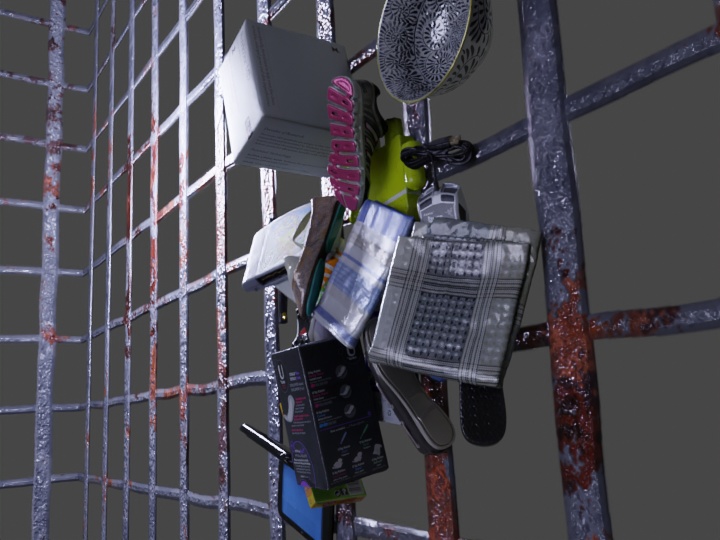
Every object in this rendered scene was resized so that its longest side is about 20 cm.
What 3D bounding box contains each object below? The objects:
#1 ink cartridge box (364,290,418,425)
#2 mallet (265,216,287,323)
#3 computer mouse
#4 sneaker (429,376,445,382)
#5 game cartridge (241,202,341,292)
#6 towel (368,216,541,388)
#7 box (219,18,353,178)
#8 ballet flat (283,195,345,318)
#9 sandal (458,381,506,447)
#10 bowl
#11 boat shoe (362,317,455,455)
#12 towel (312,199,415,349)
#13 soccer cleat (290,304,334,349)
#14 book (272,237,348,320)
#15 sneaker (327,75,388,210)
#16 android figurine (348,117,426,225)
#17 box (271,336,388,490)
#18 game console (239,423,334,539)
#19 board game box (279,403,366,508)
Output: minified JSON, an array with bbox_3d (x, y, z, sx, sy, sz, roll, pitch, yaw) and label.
[{"bbox_3d":[0.045,0.120,1.075,0.099,0.039,0.204,-5,83,57],"label":"ink cartridge box"},{"bbox_3d":[-0.154,-0.001,1.367,0.041,0.065,0.204,15,100,59],"label":"mallet"},{"bbox_3d":[0.111,-0.078,0.985,0.108,0.044,0.204,-10,78,30],"label":"computer mouse"},{"bbox_3d":[0.083,0.059,0.990,0.089,0.077,0.203,-48,49,39],"label":"sneaker"},{"bbox_3d":[-0.117,-0.048,1.254,0.198,0.041,0.135,-23,38,30],"label":"game cartridge"},{"bbox_3d":[0.110,0.030,0.889,0.190,0.034,0.203,6,72,38],"label":"towel"},{"bbox_3d":[-0.116,-0.282,1.222,0.131,0.197,0.202,-43,52,46],"label":"box"},{"bbox_3d":[-0.080,-0.025,1.129,0.068,0.066,0.203,75,-150,-66],"label":"ballet flat"},{"bbox_3d":[0.147,0.113,0.896,0.045,0.074,0.204,61,-149,-70],"label":"sandal"},{"bbox_3d":[0.114,-0.317,0.971,0.199,0.093,0.205,-12,76,55],"label":"bowl"},{"bbox_3d":[0.054,0.162,0.993,0.202,0.066,0.057,58,143,12],"label":"boat shoe"},{"bbox_3d":[0.000,0.000,1.036,0.203,0.024,0.147,-64,28,4],"label":"towel"},{"bbox_3d":[-0.071,0.101,1.237,0.067,0.073,0.204,-9,60,40],"label":"soccer cleat"},{"bbox_3d":[-0.053,0.011,1.197,0.134,0.048,0.199,-53,36,-5],"label":"book"},{"bbox_3d":[0.001,-0.192,1.093,0.073,0.087,0.204,17,119,41],"label":"sneaker"},{"bbox_3d":[0.040,-0.123,1.111,0.181,0.040,0.204,-25,64,53],"label":"android figurine"},{"bbox_3d":[-0.048,0.206,1.077,0.122,0.104,0.204,-23,79,61],"label":"box"},{"bbox_3d":[-0.131,0.372,1.252,0.199,0.175,0.118,10,66,56],"label":"game console"},{"bbox_3d":[-0.065,0.278,1.172,0.030,0.094,0.202,-53,45,40],"label":"board game box"}]
